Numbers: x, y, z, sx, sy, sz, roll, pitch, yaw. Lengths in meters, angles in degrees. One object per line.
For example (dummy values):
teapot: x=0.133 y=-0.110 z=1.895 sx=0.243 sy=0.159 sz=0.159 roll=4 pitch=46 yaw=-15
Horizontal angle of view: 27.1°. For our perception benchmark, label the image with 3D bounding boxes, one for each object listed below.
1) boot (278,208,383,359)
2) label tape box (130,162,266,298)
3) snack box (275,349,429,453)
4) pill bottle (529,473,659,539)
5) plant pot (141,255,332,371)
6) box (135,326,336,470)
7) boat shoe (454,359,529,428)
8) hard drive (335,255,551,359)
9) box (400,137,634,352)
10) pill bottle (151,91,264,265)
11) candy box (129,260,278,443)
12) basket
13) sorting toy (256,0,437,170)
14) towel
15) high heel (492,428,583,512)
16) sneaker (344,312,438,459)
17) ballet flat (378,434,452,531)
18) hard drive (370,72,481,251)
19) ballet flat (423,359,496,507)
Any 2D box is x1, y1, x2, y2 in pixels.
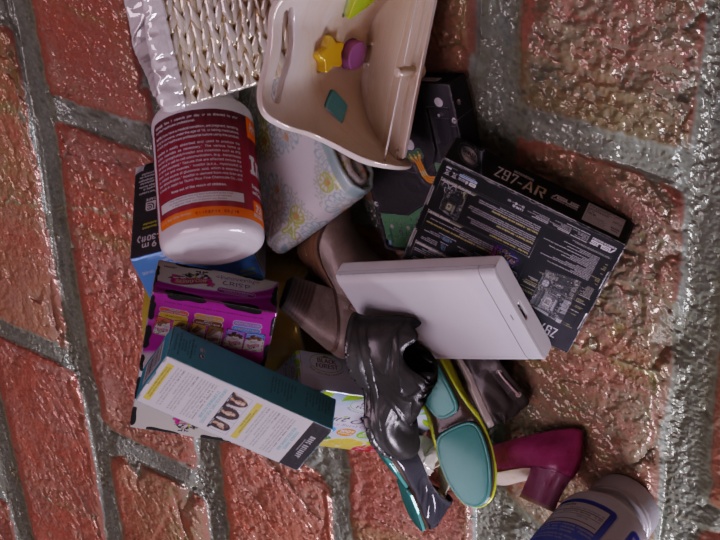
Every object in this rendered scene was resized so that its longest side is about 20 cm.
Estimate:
boot: x=0.000 y=0.000 z=1.673 sx=0.146 sy=0.201 sz=0.070 roll=23 pitch=172 yaw=-16
label tape box: x=-0.182 y=-0.041 z=1.694 sx=0.144 sy=0.201 sz=0.063 roll=-14 pitch=144 yaw=16
snack box: x=-0.013 y=0.155 z=1.729 sx=0.142 sy=0.199 sz=0.053 roll=-47 pitch=41 yaw=48
pill bottle: x=0.238 y=0.307 z=1.595 sx=0.112 sy=0.200 sz=0.112 roll=22 pitch=130 yaw=29
plant pot: x=-0.127 y=0.060 z=1.766 sx=0.188 sy=0.201 sz=0.201 roll=-5 pitch=116 yaw=26
box: x=-0.132 y=0.138 z=1.606 sx=0.200 sy=0.049 sz=0.082 roll=26 pitch=129 yaw=-17
boat shoe: x=0.124 y=0.077 z=1.654 sx=0.200 sy=0.057 sz=0.067 roll=64 pitch=176 yaw=-10
hard drive: x=0.085 y=0.041 z=1.555 sx=0.200 sy=0.027 sz=0.132 roll=-2 pitch=134 yaw=38
box: x=0.154 y=-0.024 z=1.514 sx=0.200 sy=0.044 sz=0.160 roll=26 pitch=132 yaw=6
pill bottle: x=-0.166 y=-0.116 z=1.606 sx=0.113 sy=0.113 sz=0.201 roll=-29 pitch=61 yaw=48
candy box: x=-0.173 y=0.093 z=1.646 sx=0.136 sy=0.061 sz=0.200 roll=11 pitch=126 yaw=-7
basket: x=-0.158 y=-0.292 z=1.501 sx=0.198 sy=0.160 sz=0.201 roll=-123 pitch=23 yaw=-59
sorting toy: x=-0.023 y=-0.206 z=1.446 sx=0.107 sy=0.180 sz=0.201 roll=25 pitch=110 yaw=40
towel: x=-0.071 y=-0.141 z=1.623 sx=0.171 sy=0.048 sz=0.201 roll=-35 pitch=69 yaw=50
high heel: x=0.173 y=0.201 z=1.710 sx=0.200 sy=0.096 sz=0.067 roll=21 pitch=174 yaw=46
sneaker: x=0.044 y=0.129 z=1.601 sx=0.090 sy=0.076 sz=0.200 roll=-5 pitch=131 yaw=15
ballet flat: x=0.066 y=0.234 z=1.769 sx=0.073 sy=0.073 sz=0.200 roll=16 pitch=149 yaw=33
hard drive: x=0.067 y=-0.112 z=1.575 sx=0.139 sy=0.038 sz=0.201 roll=6 pitch=121 yaw=39
ballet flat: x=0.107 y=0.165 z=1.675 sx=0.067 sy=0.067 sz=0.201 roll=-23 pitch=93 yaw=21
